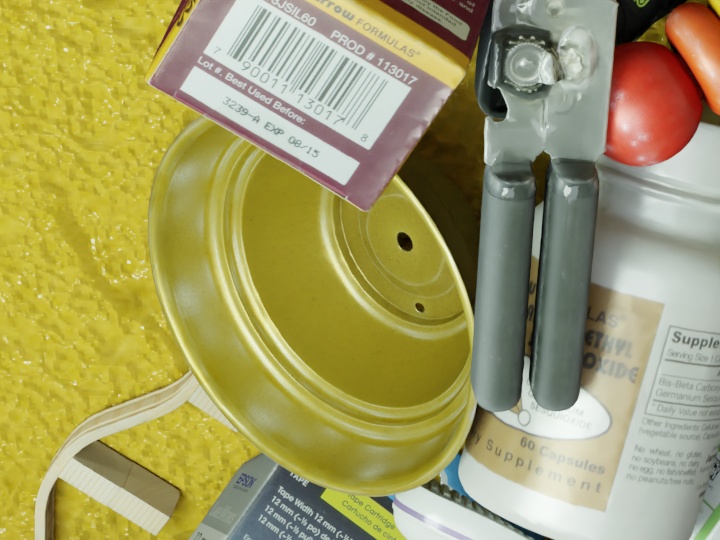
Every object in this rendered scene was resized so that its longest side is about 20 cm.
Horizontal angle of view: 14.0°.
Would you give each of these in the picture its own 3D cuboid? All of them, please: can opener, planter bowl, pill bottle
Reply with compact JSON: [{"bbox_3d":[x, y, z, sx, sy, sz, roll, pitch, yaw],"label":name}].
[{"bbox_3d":[0.075,-0.038,1.262,0.053,0.067,0.200,0,117,-7],"label":"can opener"},{"bbox_3d":[0.000,0.000,1.384,0.200,0.083,0.201,22,127,33],"label":"planter bowl"},{"bbox_3d":[0.124,0.020,1.348,0.114,0.114,0.200,15,101,1],"label":"pill bottle"}]

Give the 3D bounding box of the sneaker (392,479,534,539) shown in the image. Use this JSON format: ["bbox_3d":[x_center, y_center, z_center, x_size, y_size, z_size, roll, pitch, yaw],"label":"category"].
[{"bbox_3d":[0.069,0.191,1.465,0.200,0.073,0.114,41,84,-31],"label":"sneaker"}]

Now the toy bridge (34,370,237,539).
[{"bbox_3d":[-0.128,0.111,1.529,0.067,0.027,0.200,32,122,-8],"label":"toy bridge"}]

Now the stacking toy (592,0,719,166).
[{"bbox_3d":[0.182,-0.113,1.259,0.200,0.085,0.085,-30,114,2],"label":"stacking toy"}]

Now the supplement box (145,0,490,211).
[{"bbox_3d":[-0.005,-0.130,1.252,0.110,0.200,0.086,31,124,-8],"label":"supplement box"}]

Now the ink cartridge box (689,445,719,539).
[{"bbox_3d":[0.155,0.179,1.434,0.104,0.059,0.200,27,101,-38],"label":"ink cartridge box"}]

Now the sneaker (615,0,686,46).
[{"bbox_3d":[0.132,-0.140,1.291,0.200,0.083,0.071,-37,109,27],"label":"sneaker"}]

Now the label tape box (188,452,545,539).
[{"bbox_3d":[-0.018,0.170,1.508,0.143,0.066,0.200,38,80,-14],"label":"label tape box"}]
